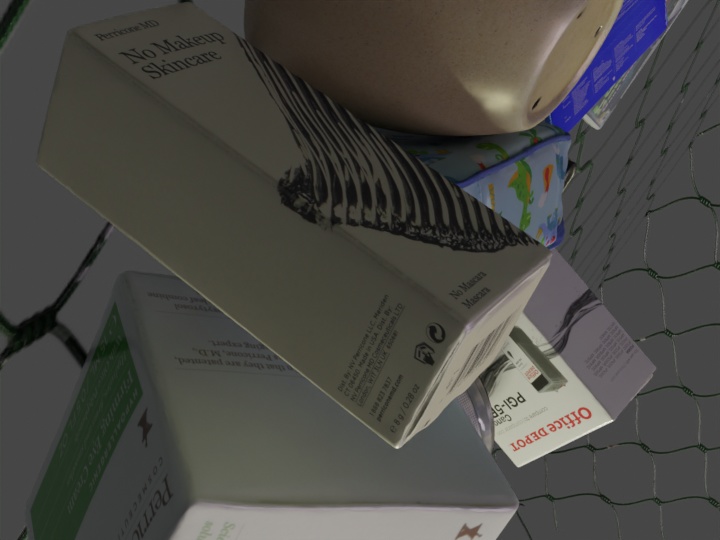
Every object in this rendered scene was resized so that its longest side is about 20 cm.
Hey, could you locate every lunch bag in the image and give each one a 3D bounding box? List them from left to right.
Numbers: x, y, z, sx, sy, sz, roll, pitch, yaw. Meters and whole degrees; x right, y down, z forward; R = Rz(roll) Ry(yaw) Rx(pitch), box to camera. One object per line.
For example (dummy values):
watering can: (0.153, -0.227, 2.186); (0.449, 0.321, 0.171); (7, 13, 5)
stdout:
lunch bag: (0.021, -0.046, 0.628); (0.200, 0.160, 0.083); (-28, 127, -56)

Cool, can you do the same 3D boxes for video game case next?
video game case: (0.312, -0.260, 1.245); (0.200, 0.023, 0.182); (-56, 164, 11)

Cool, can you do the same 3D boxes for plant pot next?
plant pot: (0.056, -0.147, 0.561); (0.200, 0.134, 0.200); (-49, 165, -18)

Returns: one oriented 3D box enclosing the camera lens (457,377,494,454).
camera lens: (0.003, 0.145, 0.935); (0.200, 0.160, 0.160); (-27, 152, -32)

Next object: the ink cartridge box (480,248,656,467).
ink cartridge box: (0.138, 0.060, 0.974); (0.083, 0.200, 0.147); (-39, 177, -39)

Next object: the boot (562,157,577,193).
boot: (0.108, -0.108, 0.799); (0.068, 0.131, 0.200); (-41, 160, -39)

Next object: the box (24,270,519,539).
box: (-0.062, 0.136, 0.623); (0.200, 0.171, 0.199); (8, 124, -33)

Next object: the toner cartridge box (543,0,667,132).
toner cartridge box: (0.201, -0.206, 0.960); (0.200, 0.043, 0.095); (-45, 134, -29)

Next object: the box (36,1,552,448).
box: (-0.030, -0.026, 0.442); (0.082, 0.200, 0.068); (-34, 156, -52)
